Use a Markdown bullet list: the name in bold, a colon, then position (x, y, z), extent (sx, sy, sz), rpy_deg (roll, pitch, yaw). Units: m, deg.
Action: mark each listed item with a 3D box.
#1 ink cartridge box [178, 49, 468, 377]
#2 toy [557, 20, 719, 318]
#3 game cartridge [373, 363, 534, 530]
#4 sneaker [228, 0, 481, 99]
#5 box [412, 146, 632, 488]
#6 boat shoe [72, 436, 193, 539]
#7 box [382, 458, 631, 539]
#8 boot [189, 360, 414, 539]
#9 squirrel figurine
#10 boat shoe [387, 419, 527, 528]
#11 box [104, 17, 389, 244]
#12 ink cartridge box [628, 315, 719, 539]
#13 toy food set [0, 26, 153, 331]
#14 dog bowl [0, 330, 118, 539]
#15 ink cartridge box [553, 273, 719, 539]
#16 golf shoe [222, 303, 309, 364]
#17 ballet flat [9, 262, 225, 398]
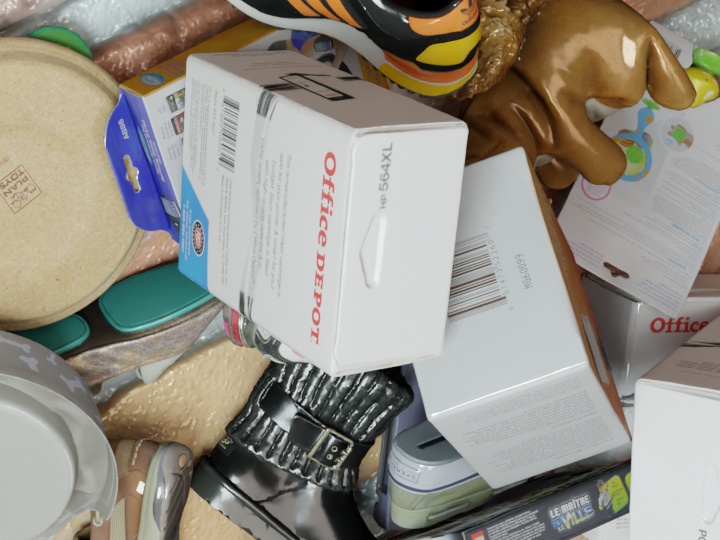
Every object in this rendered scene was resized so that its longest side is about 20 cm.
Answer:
- **ink cartridge box**: position (-0.029, -0.041, 1.047), extent (0.084, 0.200, 0.147), rpy_deg (-7, 112, -33)
- **toy**: position (0.224, -0.075, 1.315), extent (0.115, 0.047, 0.201), rpy_deg (28, 78, -6)
- **game cartridge**: position (0.082, 0.098, 1.324), extent (0.128, 0.038, 0.202), rpy_deg (0, 105, -21)
- **sneaker**: position (-0.010, -0.189, 1.086), extent (0.070, 0.199, 0.090), rpy_deg (-53, 164, -31)
- **box**: position (0.096, 0.037, 1.135), extent (0.106, 0.153, 0.200), rpy_deg (-19, 157, 9)
- **boat shoe**: position (-0.169, 0.203, 1.224), extent (0.071, 0.076, 0.202), rpy_deg (15, 110, 6)
- **box**: position (0.110, 0.183, 1.251), extent (0.199, 0.110, 0.035), rpy_deg (-14, 87, -41)
- **boot**: position (-0.007, 0.146, 1.265), extent (0.211, 0.079, 0.158), rpy_deg (40, 87, -25)
- **squirrel figurine**: position (0.100, -0.128, 1.200), extent (0.186, 0.141, 0.200), rpy_deg (-42, 117, -10)
- **boat shoe**: position (0.093, 0.133, 1.272), extent (0.199, 0.072, 0.062), rpy_deg (-12, 127, -38)
- **box**: position (-0.071, -0.099, 1.147), extent (0.199, 0.041, 0.120), rpy_deg (-32, 123, -24)
- **ink cartridge box**: position (0.269, 0.121, 1.240), extent (0.200, 0.084, 0.146), rpy_deg (-25, 120, -54)
- **toy food set**: position (-0.227, -0.060, 1.124), extent (0.198, 0.049, 0.201), rpy_deg (39, 87, -28)
- **dog bowl**: position (-0.256, 0.120, 1.118), extent (0.198, 0.059, 0.201), rpy_deg (-4, 128, -5)
- **ink cartridge box**: position (0.242, 0.107, 1.370), extent (0.144, 0.084, 0.202), rpy_deg (0, 105, -26)
- **golf shoe**: position (0.000, 0.000, 1.200), extent (0.200, 0.092, 0.073), rpy_deg (-44, 137, -32)
- **ballet flat**: position (-0.173, 0.052, 1.182), extent (0.198, 0.068, 0.068), rpy_deg (-20, 130, -12)
